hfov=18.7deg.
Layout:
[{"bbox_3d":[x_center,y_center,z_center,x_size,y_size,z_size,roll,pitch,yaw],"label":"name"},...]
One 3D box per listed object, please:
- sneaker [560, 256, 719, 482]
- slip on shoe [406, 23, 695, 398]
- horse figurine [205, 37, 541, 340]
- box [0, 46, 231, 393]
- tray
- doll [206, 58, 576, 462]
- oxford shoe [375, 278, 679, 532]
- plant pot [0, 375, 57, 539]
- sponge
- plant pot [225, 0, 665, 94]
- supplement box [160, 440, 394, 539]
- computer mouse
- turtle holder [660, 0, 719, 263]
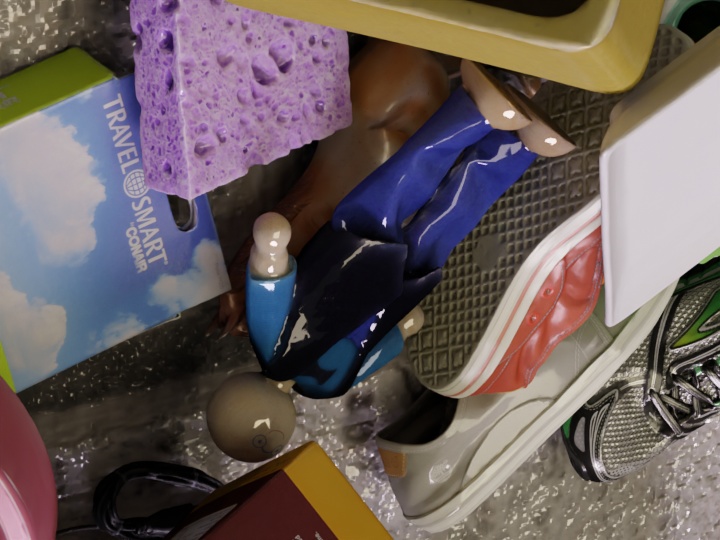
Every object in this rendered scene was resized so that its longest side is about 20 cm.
[{"bbox_3d":[0.184,0.038,1.110,0.200,0.085,0.078,-40,128,-9],"label":"sneaker"},{"bbox_3d":[0.093,-0.024,0.979,0.061,0.074,0.201,10,121,-40],"label":"slip on shoe"},{"bbox_3d":[0.017,-0.048,0.987,0.132,0.050,0.201,19,106,-41],"label":"horse figurine"},{"bbox_3d":[-0.159,-0.006,0.897,0.199,0.048,0.123,-26,125,-20],"label":"box"},{"bbox_3d":[0.135,-0.045,0.884,0.107,0.022,0.200,-37,160,-7],"label":"tray"},{"bbox_3d":[0.000,0.000,0.936,0.200,0.049,0.136,-50,146,11],"label":"doll"},{"bbox_3d":[0.083,0.039,1.062,0.200,0.075,0.058,-45,104,-6],"label":"oxford shoe"},{"bbox_3d":[-0.219,0.133,0.799,0.198,0.180,0.202,1,123,1],"label":"plant pot"},{"bbox_3d":[-0.049,-0.141,0.877,0.111,0.030,0.202,-27,123,-47],"label":"sponge"},{"bbox_3d":[0.044,-0.167,0.818,0.200,0.193,0.197,32,75,-70],"label":"plant pot"},{"bbox_3d":[-0.050,0.220,0.919,0.200,0.133,0.198,-40,93,-26],"label":"supplement box"},{"bbox_3d":[-0.146,0.129,0.982,0.198,0.034,0.059,-15,119,-26],"label":"computer mouse"},{"bbox_3d":[0.169,-0.096,1.019,0.131,0.142,0.186,21,135,-24],"label":"turtle holder"}]
